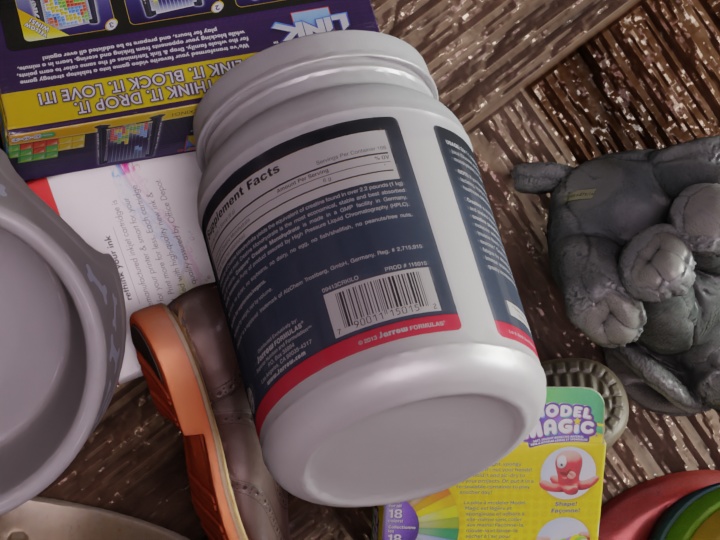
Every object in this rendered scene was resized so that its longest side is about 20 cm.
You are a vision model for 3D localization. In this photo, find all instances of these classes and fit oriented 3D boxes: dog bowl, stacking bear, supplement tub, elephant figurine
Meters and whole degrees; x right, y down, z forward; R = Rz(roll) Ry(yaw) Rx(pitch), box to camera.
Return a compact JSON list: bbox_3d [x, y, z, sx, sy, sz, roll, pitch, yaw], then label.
[{"bbox_3d":[-0.213,0.037,1.423,0.199,0.059,0.201,-2,109,-6],"label":"dog bowl"},{"bbox_3d":[0.211,0.170,1.535,0.114,0.200,0.122,-37,100,-8],"label":"stacking bear"},{"bbox_3d":[0.000,0.000,1.403,0.140,0.140,0.201,-10,61,-12],"label":"supplement tub"},{"bbox_3d":[0.189,0.031,1.567,0.141,0.155,0.200,-22,130,23],"label":"elephant figurine"}]

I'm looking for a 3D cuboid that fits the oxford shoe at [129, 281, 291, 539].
[{"bbox_3d":[-0.053,0.098,1.491,0.073,0.071,0.201,-25,117,-14],"label":"oxford shoe"}]

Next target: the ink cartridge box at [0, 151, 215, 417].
[{"bbox_3d":[-0.115,-0.009,1.517,0.199,0.067,0.117,-20,98,-12],"label":"ink cartridge box"}]

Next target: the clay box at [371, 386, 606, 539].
[{"bbox_3d":[0.063,0.147,1.505,0.114,0.048,0.201,1,109,-6],"label":"clay box"}]

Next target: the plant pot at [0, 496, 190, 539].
[{"bbox_3d":[-0.173,0.232,1.469,0.200,0.200,0.184,7,103,-13],"label":"plant pot"}]

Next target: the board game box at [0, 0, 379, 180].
[{"bbox_3d":[-0.100,-0.143,1.485,0.199,0.057,0.166,-10,68,-12],"label":"board game box"}]

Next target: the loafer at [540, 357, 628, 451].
[{"bbox_3d":[0.045,0.095,1.557,0.199,0.068,0.076,-3,57,2],"label":"loafer"}]
